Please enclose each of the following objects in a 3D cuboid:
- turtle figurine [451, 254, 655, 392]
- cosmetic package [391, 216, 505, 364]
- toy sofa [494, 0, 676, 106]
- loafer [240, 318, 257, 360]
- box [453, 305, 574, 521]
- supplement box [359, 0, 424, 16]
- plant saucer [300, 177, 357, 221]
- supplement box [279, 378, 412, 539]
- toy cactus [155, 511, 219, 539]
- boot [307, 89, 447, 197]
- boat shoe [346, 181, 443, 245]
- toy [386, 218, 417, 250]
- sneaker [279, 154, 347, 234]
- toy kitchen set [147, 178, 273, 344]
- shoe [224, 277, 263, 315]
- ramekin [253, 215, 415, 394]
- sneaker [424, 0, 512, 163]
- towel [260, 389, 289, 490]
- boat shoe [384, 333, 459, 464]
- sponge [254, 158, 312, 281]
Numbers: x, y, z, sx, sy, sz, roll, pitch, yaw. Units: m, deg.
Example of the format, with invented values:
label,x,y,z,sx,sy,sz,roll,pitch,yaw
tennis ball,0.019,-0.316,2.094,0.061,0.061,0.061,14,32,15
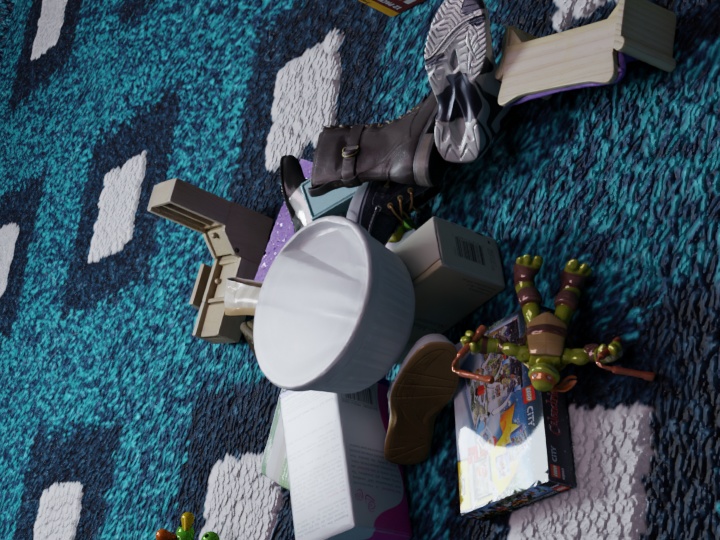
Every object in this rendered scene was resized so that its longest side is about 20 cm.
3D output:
label,x,y,z,sx,sy,sz,roll,pitch,yaw
turtle figurine,0.199,0.064,1.260,0.199,0.065,0.162,0,52,16
cosmetic package,0.066,0.027,1.468,0.200,0.103,0.073,-41,43,39
toy sofa,0.243,-0.227,1.352,0.200,0.083,0.098,-5,75,55
loafer,-0.113,0.104,1.728,0.067,0.076,0.200,-29,20,-12
box,0.159,0.152,1.325,0.136,0.038,0.201,-33,49,44
supplement box,0.064,-0.490,1.705,0.197,0.132,0.201,-13,64,53
plant saucer,0.006,-0.133,1.642,0.200,0.019,0.070,-29,66,20
supplement box,-0.019,0.229,1.467,0.103,0.101,0.201,-31,53,34
toy cactus,-0.234,0.442,1.729,0.200,0.102,0.166,35,114,48
boot,0.028,-0.173,1.529,0.173,0.069,0.200,1,50,26
boat shoe,0.045,-0.084,1.536,0.091,0.071,0.201,4,62,23
toy,0.000,0.000,1.620,0.200,0.047,0.115,-45,59,22
sneaker,-0.054,-0.080,1.718,0.088,0.074,0.201,-22,68,6
toy kitchen set,-0.268,-0.007,1.908,0.163,0.180,0.201,-9,63,55
shoe,-0.116,0.037,1.724,0.199,0.070,0.054,1,94,37
ramekin,-0.024,0.047,1.400,0.202,0.094,0.203,-26,54,42
sneaker,0.137,-0.236,1.463,0.079,0.130,0.200,0,109,25
towel,-0.057,0.222,1.627,0.200,0.031,0.150,11,86,55
boat shoe,0.062,0.135,1.408,0.069,0.071,0.200,-92,14,-47
sponge,-0.088,-0.058,1.807,0.111,0.030,0.201,22,92,57
